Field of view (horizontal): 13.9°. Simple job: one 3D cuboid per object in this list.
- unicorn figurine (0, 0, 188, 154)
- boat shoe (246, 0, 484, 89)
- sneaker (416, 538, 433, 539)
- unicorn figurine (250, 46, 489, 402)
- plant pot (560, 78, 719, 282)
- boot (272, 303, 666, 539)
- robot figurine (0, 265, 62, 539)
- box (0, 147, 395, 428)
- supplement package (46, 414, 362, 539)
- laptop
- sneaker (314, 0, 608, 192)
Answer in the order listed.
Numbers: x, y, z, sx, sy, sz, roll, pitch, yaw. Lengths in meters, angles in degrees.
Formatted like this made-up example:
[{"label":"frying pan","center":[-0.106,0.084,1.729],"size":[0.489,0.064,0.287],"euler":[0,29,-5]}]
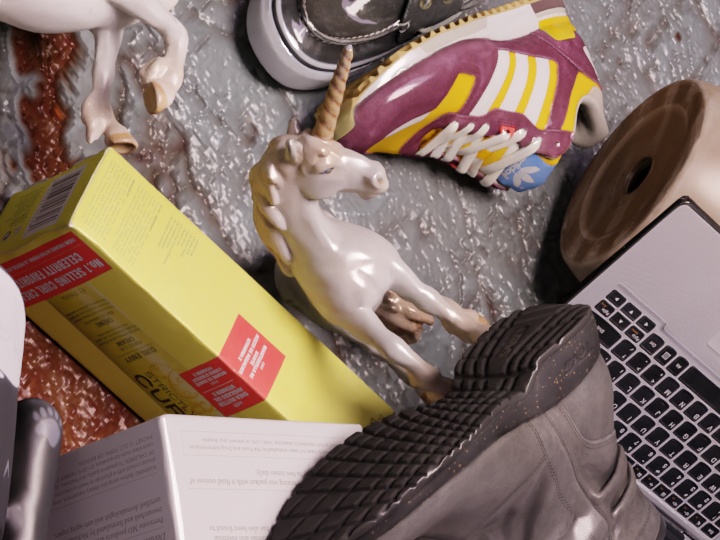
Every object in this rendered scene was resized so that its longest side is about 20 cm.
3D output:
[{"label":"unicorn figurine","center":[-0.131,-0.118,1.312],"size":[0.199,0.074,0.138],"euler":[10,56,-37]},{"label":"boat shoe","center":[0.020,-0.153,1.487],"size":[0.200,0.071,0.072],"euler":[-36,100,-46]},{"label":"sneaker","center":[0.047,0.209,1.368],"size":[0.086,0.075,0.201],"euler":[1,73,-40]},{"label":"unicorn figurine","center":[0.000,0.000,1.328],"size":[0.137,0.200,0.074],"euler":[39,68,-4]},{"label":"plant pot","center":[0.206,-0.006,1.539],"size":[0.173,0.200,0.201],"euler":[36,51,-19]},{"label":"boot","center":[0.057,0.113,1.245],"size":[0.200,0.070,0.132],"euler":[-34,114,-35]},{"label":"robot figurine","center":[-0.196,0.060,1.143],"size":[0.149,0.125,0.201],"euler":[2,65,1]},{"label":"box","center":[-0.073,0.035,1.314],"size":[0.200,0.075,0.050],"euler":[45,47,-25]},{"label":"supplement package","center":[-0.064,0.173,1.230],"size":[0.121,0.119,0.201],"euler":[7,68,-45]},{"label":"laptop","center":[0.147,0.108,1.370],"size":[0.187,0.200,0.116],"euler":[38,17,-35]},{"label":"sneaker","center":[0.061,-0.079,1.497],"size":[0.200,0.075,0.090],"euler":[-26,88,-47]}]
